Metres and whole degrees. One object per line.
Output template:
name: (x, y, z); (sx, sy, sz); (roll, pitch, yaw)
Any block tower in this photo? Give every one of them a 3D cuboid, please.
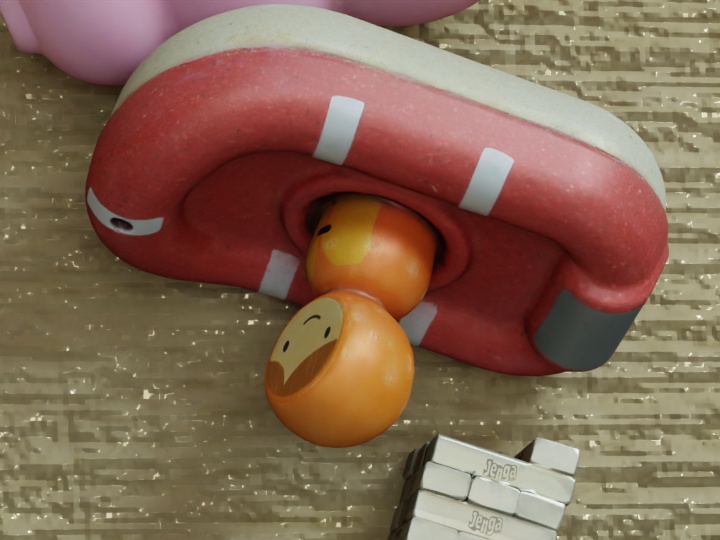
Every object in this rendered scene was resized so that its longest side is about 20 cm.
block tower: (0.023, 0.155, 0.960); (0.057, 0.054, 0.201); (18, 77, -4)

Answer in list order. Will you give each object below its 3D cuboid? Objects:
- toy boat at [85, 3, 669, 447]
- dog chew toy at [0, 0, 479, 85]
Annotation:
toy boat: (0.000, 0.000, 0.939); (0.199, 0.131, 0.131); (19, 58, -3)
dog chew toy: (-0.036, -0.129, 0.979); (0.199, 0.125, 0.125); (-24, 83, -3)
